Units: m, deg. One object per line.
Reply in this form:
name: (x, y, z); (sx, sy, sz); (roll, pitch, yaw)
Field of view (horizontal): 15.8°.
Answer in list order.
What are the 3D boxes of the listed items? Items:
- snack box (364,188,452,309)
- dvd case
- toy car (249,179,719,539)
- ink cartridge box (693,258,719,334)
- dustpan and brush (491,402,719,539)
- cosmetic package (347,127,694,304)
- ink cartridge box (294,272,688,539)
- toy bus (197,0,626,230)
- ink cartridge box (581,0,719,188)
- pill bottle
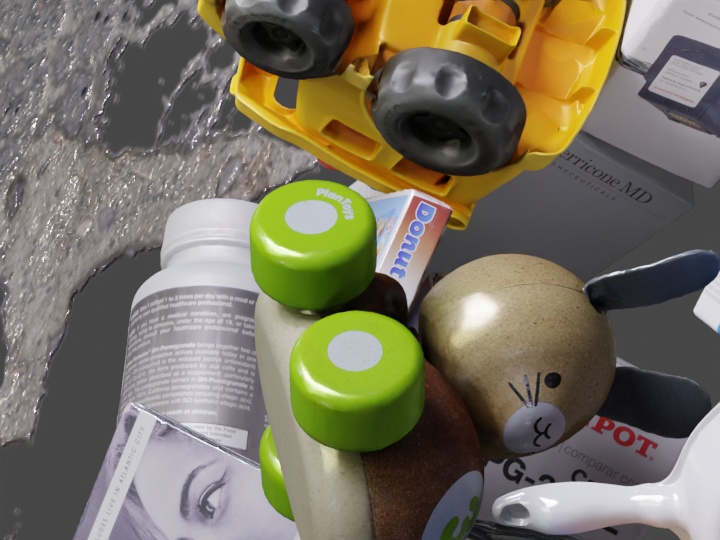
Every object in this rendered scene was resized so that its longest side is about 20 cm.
snack box: (0.000, 0.000, 1.271); (0.072, 0.024, 0.200); (-65, 9, -5)
dvd case: (-0.065, 0.179, 1.388); (0.199, 0.016, 0.150); (26, 101, 14)
toy car: (0.060, 0.053, 1.107); (0.158, 0.198, 0.165); (-109, 13, -45)
ink cartridge box: (0.233, -0.044, 1.119); (0.201, 0.085, 0.146); (-62, 5, 5)
dustpan and brush: (0.152, 0.095, 1.032); (0.057, 0.198, 0.141); (-92, -6, -66)
cosmetic package: (0.072, -0.031, 1.375); (0.200, 0.101, 0.072); (-38, 37, 38)
ink cartridge box: (0.053, 0.122, 1.242); (0.201, 0.144, 0.084); (-63, -1, 5)
toy bus: (0.001, -0.111, 1.249); (0.192, 0.199, 0.136); (-47, 19, 60)
ink cartridge box: (0.183, -0.148, 1.217); (0.200, 0.084, 0.146); (124, 170, -67)
pill bottle: (-0.087, 0.064, 1.541); (0.110, 0.110, 0.201); (-26, 50, 45)
